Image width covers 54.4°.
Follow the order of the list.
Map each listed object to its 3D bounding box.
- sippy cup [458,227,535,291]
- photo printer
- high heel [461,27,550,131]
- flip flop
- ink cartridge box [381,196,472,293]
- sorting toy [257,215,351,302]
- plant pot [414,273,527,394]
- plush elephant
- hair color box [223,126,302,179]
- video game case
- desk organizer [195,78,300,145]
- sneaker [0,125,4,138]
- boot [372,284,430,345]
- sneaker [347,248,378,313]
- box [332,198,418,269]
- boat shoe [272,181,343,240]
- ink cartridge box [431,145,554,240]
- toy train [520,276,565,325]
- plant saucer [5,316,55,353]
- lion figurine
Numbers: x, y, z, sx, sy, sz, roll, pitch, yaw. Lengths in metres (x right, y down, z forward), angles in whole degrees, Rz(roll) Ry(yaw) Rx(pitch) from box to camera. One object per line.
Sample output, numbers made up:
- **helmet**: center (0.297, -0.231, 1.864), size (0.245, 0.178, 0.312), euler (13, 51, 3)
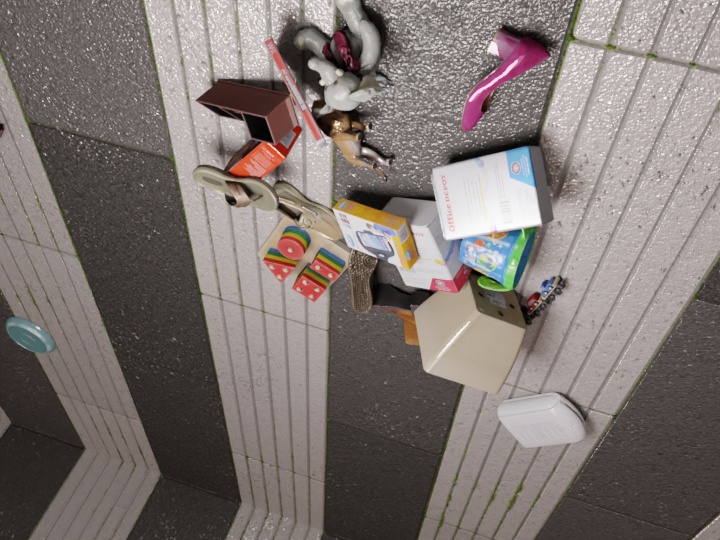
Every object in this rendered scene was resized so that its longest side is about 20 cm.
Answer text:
- **sippy cup**: center (0.279, -0.044, 1.455), size (0.130, 0.140, 0.179), euler (20, 99, 20)
- **photo printer**: center (0.495, 0.403, 1.886), size (0.199, 0.070, 0.166), euler (-20, 124, 39)
- **high heel**: center (0.245, -0.312, 1.212), size (0.096, 0.067, 0.201), euler (29, 128, 9)
- **flip flop**: center (-0.265, -0.165, 1.471), size (0.199, 0.058, 0.081), euler (20, 141, 3)
- **ink cartridge box**: center (0.139, -0.054, 1.514), size (0.147, 0.086, 0.200), euler (11, 141, 39)
- **sorting toy**: center (-0.142, -0.023, 1.720), size (0.198, 0.070, 0.200), euler (32, 140, -10)
- **plant pot**: center (0.259, 0.127, 1.583), size (0.199, 0.201, 0.177), euler (20, 126, -19)
- **plush elephant**: center (-0.033, -0.351, 1.230), size (0.164, 0.155, 0.200), euler (-20, 124, 40)
- **hair color box**: center (-0.217, -0.241, 1.487), size (0.061, 0.102, 0.200), euler (39, 138, -20)
- **video game case**: center (-0.115, -0.320, 1.281), size (0.017, 0.143, 0.201), euler (-28, 97, 3)
- **desk organizer**: center (-0.225, -0.314, 1.387), size (0.199, 0.077, 0.072), euler (19, 144, 31)
- **sneaker**: center (-0.964, -0.390, 1.717), size (0.200, 0.076, 0.115), euler (34, 136, -29)
- **boot**: center (0.109, 0.119, 1.782), size (0.187, 0.069, 0.200), euler (0, 143, 15)
- **sneaker**: center (0.000, 0.000, 1.671), size (0.070, 0.076, 0.201), euler (2, 113, -8)
- **box**: center (0.023, -0.081, 1.481), size (0.199, 0.042, 0.119), euler (20, 147, 36)
- **boat shoe**: center (-0.125, -0.122, 1.603), size (0.200, 0.065, 0.072), euler (35, 139, -14)
- **ink cartridge box**: center (0.249, -0.145, 1.334), size (0.199, 0.085, 0.145), euler (-8, 95, 32)
- **toy train**: center (0.402, 0.073, 1.594), size (0.046, 0.034, 0.200), euler (35, 142, 5)
- **plant saucer**: center (-1.218, 0.246, 2.578), size (0.199, 0.027, 0.201), euler (13, 140, 11)
- **lion figurine**: center (-0.021, -0.257, 1.398), size (0.122, 0.073, 0.200), euler (18, 150, 35)
